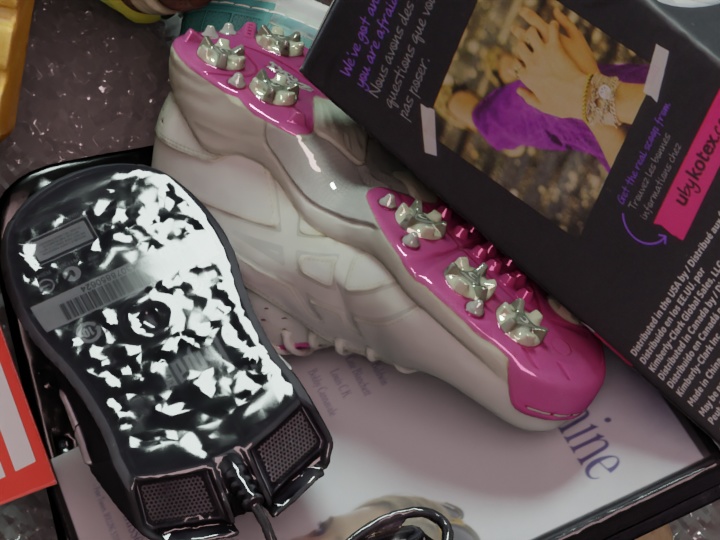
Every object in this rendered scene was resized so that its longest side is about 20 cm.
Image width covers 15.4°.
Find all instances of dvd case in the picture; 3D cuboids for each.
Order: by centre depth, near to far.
[{"bbox_3d":[0.004,0.067,0.866,0.199,0.143,0.018,-25,127,-4],"label":"dvd case"}]

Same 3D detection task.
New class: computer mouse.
[{"bbox_3d":[-0.075,0.064,0.839,0.140,0.046,0.200,-30,60,-15],"label":"computer mouse"}]

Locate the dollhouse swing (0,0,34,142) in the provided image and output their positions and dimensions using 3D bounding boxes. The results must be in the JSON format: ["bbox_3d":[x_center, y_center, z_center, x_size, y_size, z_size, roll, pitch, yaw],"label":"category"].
[{"bbox_3d":[-0.223,-0.120,0.859,0.175,0.182,0.201,17,103,27],"label":"dollhouse swing"}]

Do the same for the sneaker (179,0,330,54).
[{"bbox_3d":[0.010,-0.026,0.957,0.200,0.071,0.080,34,73,-1],"label":"sneaker"}]

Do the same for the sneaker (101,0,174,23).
[{"bbox_3d":[-0.156,-0.139,0.964,0.200,0.078,0.090,33,97,-3],"label":"sneaker"}]

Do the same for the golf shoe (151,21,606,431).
[{"bbox_3d":[0.000,0.000,0.886,0.075,0.092,0.200,-5,39,-46],"label":"golf shoe"}]

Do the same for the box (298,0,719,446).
[{"bbox_3d":[0.102,-0.053,0.850,0.200,0.106,0.122,43,36,18],"label":"box"}]

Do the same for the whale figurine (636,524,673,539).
[{"bbox_3d":[0.062,0.149,0.921,0.200,0.104,0.159,62,36,-14],"label":"whale figurine"}]

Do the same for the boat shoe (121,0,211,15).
[{"bbox_3d":[-0.020,-0.170,0.943,0.075,0.075,0.203,56,50,-35],"label":"boat shoe"}]

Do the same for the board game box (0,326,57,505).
[{"bbox_3d":[-0.201,0.003,0.857,0.151,0.046,0.201,-22,113,-10],"label":"board game box"}]

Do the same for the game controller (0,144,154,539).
[{"bbox_3d":[-0.065,0.054,0.947,0.104,0.042,0.201,-13,82,-10],"label":"game controller"}]
